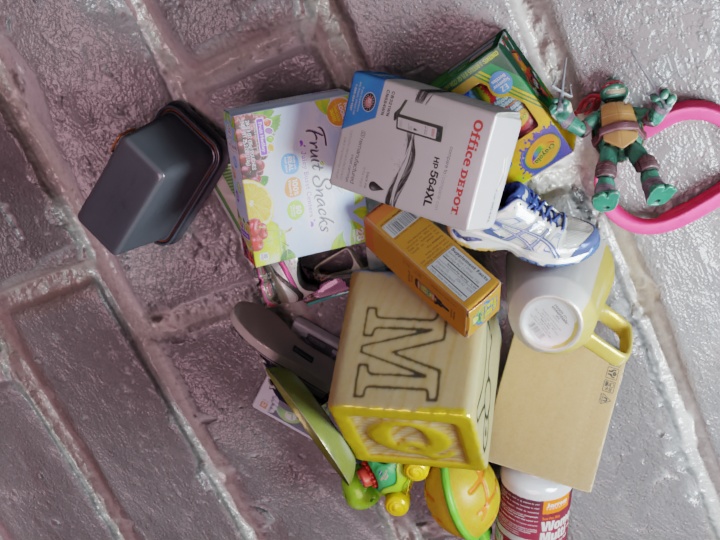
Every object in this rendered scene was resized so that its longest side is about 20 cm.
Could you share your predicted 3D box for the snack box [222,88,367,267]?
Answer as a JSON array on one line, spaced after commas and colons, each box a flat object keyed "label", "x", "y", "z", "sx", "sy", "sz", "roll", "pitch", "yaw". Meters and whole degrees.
[{"label": "snack box", "x": -0.082, "y": -0.124, "z": 1.527, "sx": 0.166, "sy": 0.068, "sz": 0.203, "roll": -12, "pitch": 110, "yaw": -18}]

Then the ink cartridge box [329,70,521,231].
[{"label": "ink cartridge box", "x": 0.078, "y": -0.147, "z": 1.411, "sx": 0.198, "sy": 0.084, "sz": 0.148, "roll": 20, "pitch": 104, "yaw": 26}]

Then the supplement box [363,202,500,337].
[{"label": "supplement box", "x": 0.091, "y": -0.009, "z": 1.490, "sx": 0.200, "sy": 0.068, "sz": 0.067, "roll": 45, "pitch": 159, "yaw": 27}]

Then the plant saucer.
[{"label": "plant saucer", "x": -0.063, "y": 0.210, "z": 1.617, "sx": 0.031, "sy": 0.200, "sz": 0.201, "roll": -35, "pitch": 107, "yaw": -10}]

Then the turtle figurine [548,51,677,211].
[{"label": "turtle figurine", "x": 0.314, "y": -0.174, "z": 1.404, "sx": 0.148, "sy": 0.203, "sz": 0.101, "roll": -15, "pitch": 155, "yaw": 21}]

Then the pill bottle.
[{"label": "pill bottle", "x": 0.257, "y": 0.329, "z": 1.707, "sx": 0.108, "sy": 0.110, "sz": 0.203, "roll": 7, "pitch": 119, "yaw": 12}]

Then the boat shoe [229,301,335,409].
[{"label": "boat shoe", "x": -0.124, "y": 0.136, "z": 1.709, "sx": 0.199, "sy": 0.075, "sz": 0.093, "roll": 38, "pitch": 127, "yaw": -4}]

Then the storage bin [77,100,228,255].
[{"label": "storage bin", "x": -0.301, "y": -0.124, "z": 1.597, "sx": 0.145, "sy": 0.134, "sz": 0.201, "roll": 43, "pitch": 120, "yaw": 7}]

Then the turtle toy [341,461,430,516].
[{"label": "turtle toy", "x": 0.040, "y": 0.283, "z": 1.720, "sx": 0.100, "sy": 0.146, "sz": 0.202, "roll": 24, "pitch": 122, "yaw": -3}]

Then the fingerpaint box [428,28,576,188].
[{"label": "fingerpaint box", "x": 0.150, "y": -0.177, "z": 1.488, "sx": 0.199, "sy": 0.074, "sz": 0.167, "roll": -31, "pitch": 106, "yaw": 28}]

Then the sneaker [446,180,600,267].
[{"label": "sneaker", "x": 0.209, "y": -0.064, "z": 1.459, "sx": 0.197, "sy": 0.076, "sz": 0.089, "roll": 7, "pitch": 130, "yaw": -2}]

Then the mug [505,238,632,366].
[{"label": "mug", "x": 0.273, "y": 0.035, "z": 1.521, "sx": 0.184, "sy": 0.154, "sz": 0.152, "roll": 9, "pitch": 119, "yaw": 10}]

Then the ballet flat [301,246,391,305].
[{"label": "ballet flat", "x": 0.000, "y": 0.000, "z": 1.637, "sx": 0.197, "sy": 0.069, "sz": 0.072, "roll": -10, "pitch": 95, "yaw": 21}]

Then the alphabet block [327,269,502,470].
[{"label": "alphabet block", "x": 0.080, "y": 0.136, "z": 1.563, "sx": 0.193, "sy": 0.203, "sz": 0.196, "roll": 2, "pitch": 150, "yaw": 16}]

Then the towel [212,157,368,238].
[{"label": "towel", "x": -0.107, "y": -0.116, "z": 1.625, "sx": 0.198, "sy": 0.023, "sz": 0.154, "roll": -20, "pitch": 111, "yaw": 23}]

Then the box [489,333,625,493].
[{"label": "box", "x": 0.268, "y": 0.188, "z": 1.616, "sx": 0.161, "sy": 0.021, "sz": 0.203, "roll": 16, "pitch": 86, "yaw": 7}]

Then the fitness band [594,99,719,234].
[{"label": "fitness band", "x": 0.392, "y": -0.128, "z": 1.468, "sx": 0.199, "sy": 0.038, "sz": 0.144, "roll": -31, "pitch": 105, "yaw": 26}]

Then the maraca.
[{"label": "maraca", "x": 0.156, "y": 0.332, "z": 1.697, "sx": 0.105, "sy": 0.139, "sz": 0.200, "roll": -13, "pitch": 148, "yaw": 20}]

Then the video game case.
[{"label": "video game case", "x": -0.046, "y": 0.187, "z": 1.768, "sx": 0.198, "sy": 0.023, "sz": 0.183, "roll": 29, "pitch": 121, "yaw": -1}]

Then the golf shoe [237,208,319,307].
[{"label": "golf shoe", "x": -0.115, "y": -0.052, "z": 1.610, "sx": 0.091, "sy": 0.073, "sz": 0.203, "roll": -12, "pitch": 110, "yaw": 6}]
